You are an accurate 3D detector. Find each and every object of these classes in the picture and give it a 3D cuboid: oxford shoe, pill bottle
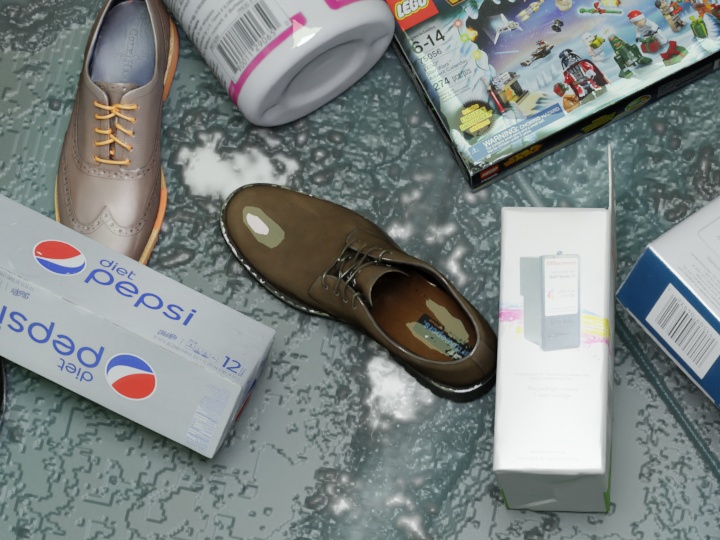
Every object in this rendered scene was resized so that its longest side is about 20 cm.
[{"bbox_3d":[-0.156,-0.083,1.716,0.071,0.073,0.200,3,74,4],"label":"oxford shoe"},{"bbox_3d":[0.000,0.000,1.679,0.200,0.084,0.073,30,79,13],"label":"oxford shoe"},{"bbox_3d":[-0.076,-0.199,1.725,0.113,0.113,0.200,-33,75,-6],"label":"pill bottle"}]

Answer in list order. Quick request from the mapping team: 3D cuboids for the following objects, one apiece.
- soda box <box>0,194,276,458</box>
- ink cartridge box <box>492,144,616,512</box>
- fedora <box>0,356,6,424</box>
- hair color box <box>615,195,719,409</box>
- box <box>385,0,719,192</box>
[{"bbox_3d":[-0.157,0.032,1.664,0.200,0.063,0.068,26,35,3],"label":"soda box"},{"bbox_3d":[0.117,0.034,1.643,0.067,0.117,0.200,1,74,7],"label":"ink cartridge box"},{"bbox_3d":[-0.316,0.060,1.673,0.200,0.092,0.201,-1,73,3],"label":"fedora"},{"bbox_3d":[0.256,-0.010,1.639,0.200,0.061,0.100,-32,73,-32],"label":"hair color box"},{"bbox_3d":[0.126,-0.154,1.739,0.200,0.040,0.137,-27,73,-4],"label":"box"}]
